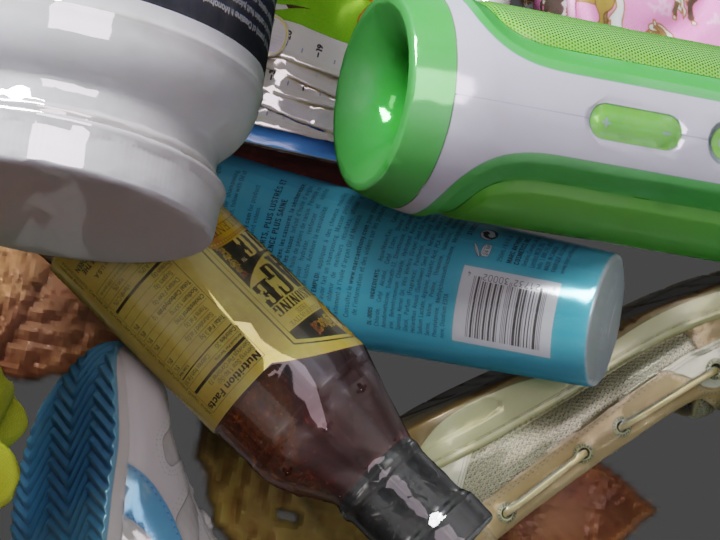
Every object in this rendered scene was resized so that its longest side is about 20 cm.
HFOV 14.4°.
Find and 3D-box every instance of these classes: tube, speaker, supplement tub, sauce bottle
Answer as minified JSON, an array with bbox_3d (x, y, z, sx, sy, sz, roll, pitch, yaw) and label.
[{"bbox_3d":[0.000,0.000,1.091,0.199,0.050,0.078,12,69,17],"label":"tube"},{"bbox_3d":[0.094,-0.050,1.057,0.199,0.088,0.089,9,76,-23],"label":"speaker"},{"bbox_3d":[-0.095,-0.116,0.986,0.139,0.140,0.201,11,76,-11],"label":"supplement tub"},{"bbox_3d":[-0.035,0.035,1.055,0.200,0.066,0.066,44,72,4],"label":"sauce bottle"}]

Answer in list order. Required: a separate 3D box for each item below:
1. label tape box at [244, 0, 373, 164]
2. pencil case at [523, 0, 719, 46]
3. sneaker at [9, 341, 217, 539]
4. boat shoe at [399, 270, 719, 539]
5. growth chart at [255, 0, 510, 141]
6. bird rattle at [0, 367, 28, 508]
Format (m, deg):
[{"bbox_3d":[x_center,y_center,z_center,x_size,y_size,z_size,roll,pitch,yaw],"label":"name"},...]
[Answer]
[{"bbox_3d":[-0.042,-0.141,1.130,0.143,0.063,0.201,12,77,-10],"label":"label tape box"},{"bbox_3d":[0.165,-0.089,1.159,0.198,0.083,0.087,7,84,-13],"label":"pencil case"},{"bbox_3d":[-0.077,0.126,1.065,0.080,0.076,0.201,3,72,-36],"label":"sneaker"},{"bbox_3d":[0.106,0.051,1.122,0.200,0.073,0.063,-24,93,-15],"label":"boat shoe"},{"bbox_3d":[-0.032,-0.116,1.086,0.198,0.018,0.146,8,77,-13],"label":"growth chart"},{"bbox_3d":[-0.215,0.086,1.042,0.163,0.113,0.200,38,85,9],"label":"bird rattle"}]
